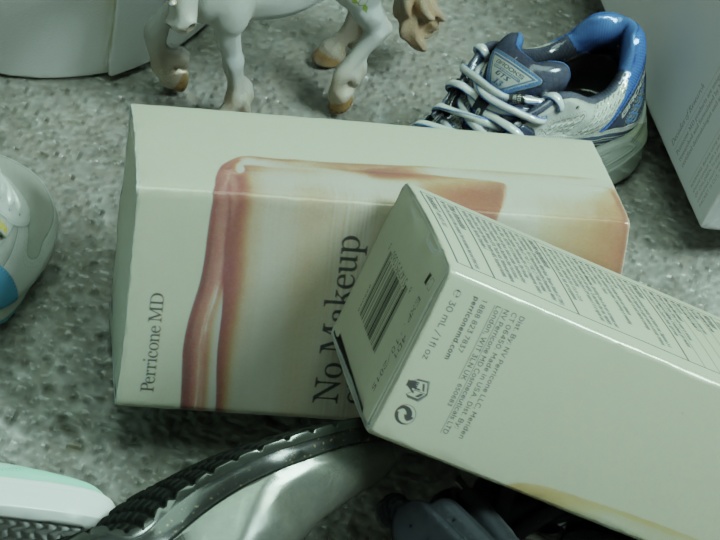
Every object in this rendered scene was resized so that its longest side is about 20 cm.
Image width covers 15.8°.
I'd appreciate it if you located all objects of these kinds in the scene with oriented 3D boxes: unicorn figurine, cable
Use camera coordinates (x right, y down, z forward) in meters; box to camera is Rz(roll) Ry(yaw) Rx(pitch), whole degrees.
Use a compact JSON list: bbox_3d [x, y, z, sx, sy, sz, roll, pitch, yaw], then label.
[{"bbox_3d":[-0.043,-0.123,1.161,0.074,0.138,0.200,40,51,24],"label":"unicorn figurine"},{"bbox_3d":[0.104,0.136,0.961,0.162,0.051,0.200,8,20,-38],"label":"cable"}]

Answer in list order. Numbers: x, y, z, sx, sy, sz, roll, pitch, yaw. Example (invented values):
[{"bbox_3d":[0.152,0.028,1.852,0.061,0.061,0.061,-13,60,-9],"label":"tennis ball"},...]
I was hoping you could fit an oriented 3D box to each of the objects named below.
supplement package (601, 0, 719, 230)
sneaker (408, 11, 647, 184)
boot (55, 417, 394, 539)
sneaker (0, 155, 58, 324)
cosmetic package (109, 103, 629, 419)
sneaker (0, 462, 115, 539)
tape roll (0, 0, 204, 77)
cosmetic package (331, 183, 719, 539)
[{"bbox_3d":[0.202,-0.126,1.219,0.120,0.120,0.201,5,44,-25],"label":"supplement package"},{"bbox_3d":[0.054,-0.064,1.162,0.199,0.086,0.077,-31,59,-35],"label":"sneaker"},{"bbox_3d":[-0.052,0.140,0.936,0.199,0.068,0.131,-25,93,-33],"label":"boot"},{"bbox_3d":[-0.169,-0.025,1.034,0.076,0.081,0.200,41,18,11],"label":"sneaker"},{"bbox_3d":[0.000,0.000,1.062,0.198,0.104,0.087,3,25,-8],"label":"cosmetic package"},{"bbox_3d":[-0.185,0.057,0.991,0.199,0.074,0.119,6,51,-4],"label":"sneaker"},{"bbox_3d":[-0.153,-0.183,1.243,0.201,0.071,0.203,7,44,-7],"label":"tape roll"},{"bbox_3d":[0.096,0.048,0.991,0.199,0.071,0.105,23,15,-15],"label":"cosmetic package"}]
